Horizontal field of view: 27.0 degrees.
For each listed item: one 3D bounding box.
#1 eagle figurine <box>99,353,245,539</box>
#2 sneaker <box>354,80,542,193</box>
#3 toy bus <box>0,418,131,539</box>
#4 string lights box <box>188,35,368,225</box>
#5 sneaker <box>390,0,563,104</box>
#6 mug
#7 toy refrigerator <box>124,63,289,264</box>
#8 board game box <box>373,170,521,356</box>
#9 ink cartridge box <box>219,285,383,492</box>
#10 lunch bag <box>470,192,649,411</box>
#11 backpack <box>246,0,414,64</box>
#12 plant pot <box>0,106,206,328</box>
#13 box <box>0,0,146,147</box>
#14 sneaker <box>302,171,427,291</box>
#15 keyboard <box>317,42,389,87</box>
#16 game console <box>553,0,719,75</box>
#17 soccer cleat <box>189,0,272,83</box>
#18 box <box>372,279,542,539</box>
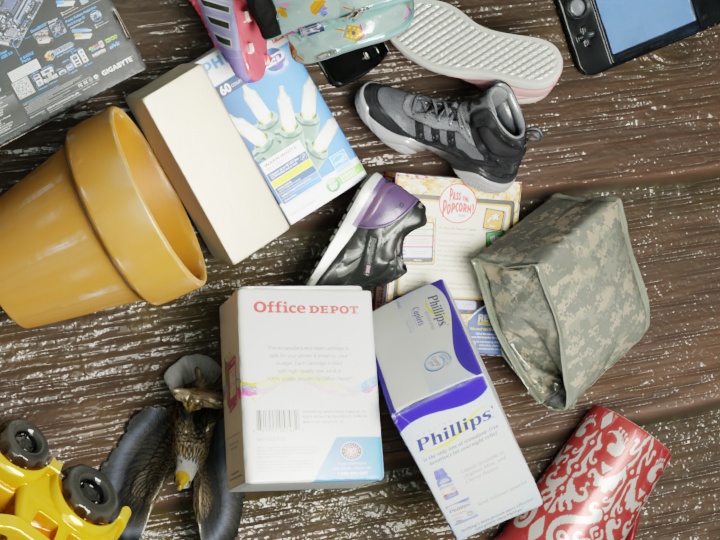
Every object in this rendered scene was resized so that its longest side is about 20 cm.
[{"bbox_3d":[-0.187,0.203,1.605,0.152,0.151,0.200,36,123,21],"label":"eagle figurine"},{"bbox_3d":[0.099,-0.169,1.617,0.200,0.114,0.076,28,49,-8],"label":"sneaker"},{"bbox_3d":[-0.352,0.269,1.498,0.200,0.192,0.136,40,116,-16],"label":"toy bus"},{"bbox_3d":[-0.089,-0.161,1.605,0.103,0.059,0.200,-33,104,-9],"label":"string lights box"},{"bbox_3d":[0.124,-0.235,1.655,0.200,0.105,0.075,18,84,8],"label":"sneaker"},{"bbox_3d":[0.264,0.273,1.750,0.133,0.178,0.200,31,82,19],"label":"mug"},{"bbox_3d":[-0.161,-0.112,1.575,0.076,0.070,0.200,-35,110,-18],"label":"toy refrigerator"},{"bbox_3d":[0.096,-0.007,1.686,0.151,0.046,0.200,4,96,-17],"label":"board game box"},{"bbox_3d":[-0.062,0.121,1.532,0.144,0.085,0.200,1,76,-19],"label":"ink cartridge box"},{"bbox_3d":[0.231,0.037,1.670,0.164,0.118,0.200,-37,118,-35],"label":"lunch bag"},{"bbox_3d":[-0.013,-0.311,1.511,0.200,0.176,0.153,-20,122,14],"label":"backpack"},{"bbox_3d":[-0.281,-0.035,1.507,0.183,0.200,0.200,-26,104,4],"label":"plant pot"},{"bbox_3d":[-0.351,-0.247,1.523,0.200,0.050,0.199,-30,103,-10],"label":"box"},{"bbox_3d":[0.000,0.000,1.618,0.088,0.076,0.200,31,102,5],"label":"sneaker"},{"bbox_3d":[-0.033,-0.306,1.625,0.104,0.040,0.200,-27,106,12],"label":"keyboard"},{"bbox_3d":[0.325,-0.330,1.676,0.200,0.116,0.176,-22,102,-12],"label":"game console"},{"bbox_3d":[-0.145,-0.276,1.540,0.076,0.067,0.200,-20,74,18],"label":"soccer cleat"},{"bbox_3d":[0.095,0.148,1.600,0.105,0.184,0.200,-24,123,3],"label":"box"}]
